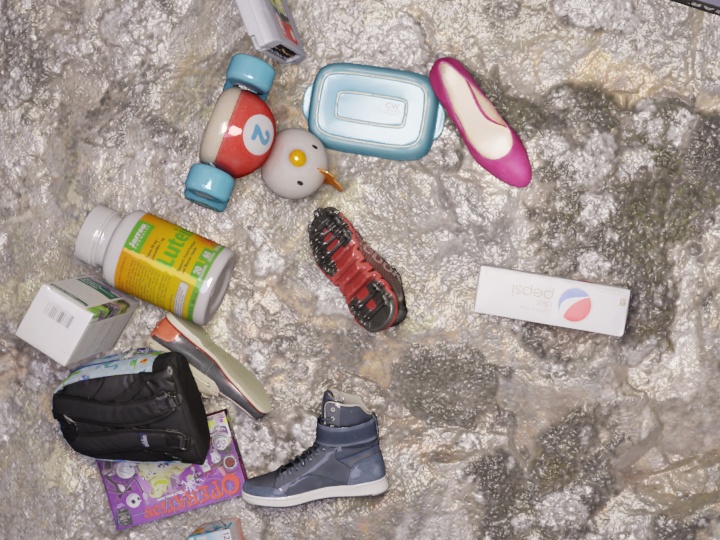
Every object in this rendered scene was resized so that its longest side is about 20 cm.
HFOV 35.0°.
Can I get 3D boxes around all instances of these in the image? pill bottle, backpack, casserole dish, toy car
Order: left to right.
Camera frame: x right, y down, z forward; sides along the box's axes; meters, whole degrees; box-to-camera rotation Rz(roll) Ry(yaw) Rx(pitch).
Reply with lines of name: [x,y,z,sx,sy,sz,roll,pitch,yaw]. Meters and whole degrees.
backpack: [-0.314,0.183,1.535,0.198,0.154,0.165,-13,114,6]
pill bottle: [-0.279,-0.014,1.545,0.198,0.111,0.112,23,95,5]
toy car: [-0.109,-0.153,1.502,0.198,0.177,0.186,20,83,-8]
casserole dish: [0.016,-0.216,1.541,0.198,0.039,0.123,9,94,5]

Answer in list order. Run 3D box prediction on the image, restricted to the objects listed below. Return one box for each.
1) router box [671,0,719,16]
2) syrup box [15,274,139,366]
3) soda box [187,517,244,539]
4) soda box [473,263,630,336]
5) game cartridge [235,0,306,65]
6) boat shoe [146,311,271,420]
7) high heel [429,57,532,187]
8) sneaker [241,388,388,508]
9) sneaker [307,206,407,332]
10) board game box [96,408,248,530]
router box: [0.500,-0.406,1.472,0.198,0.052,0.159,18,95,5]
syrup box: [-0.370,0.062,1.514,0.078,0.200,0.082,31,97,3]
soda box: [-0.181,0.450,1.575,0.063,0.068,0.202,-13,90,7]
soda box: [0.251,0.038,1.511,0.198,0.068,0.064,9,93,6]
game cartridge: [-0.123,-0.340,1.469,0.041,0.200,0.134,-25,90,9]
boat shoe: [-0.207,0.139,1.565,0.200,0.071,0.063,42,99,5]
high heel: [0.160,-0.193,1.496,0.067,0.096,0.201,-32,89,6]
sneaker: [-0.069,0.237,1.543,0.200,0.077,0.148,-8,103,-3]
sneaker: [0.000,0.000,1.538,0.071,0.098,0.201,-42,64,18]
board game box: [-0.264,0.279,1.600,0.198,0.032,0.121,-18,95,7]
